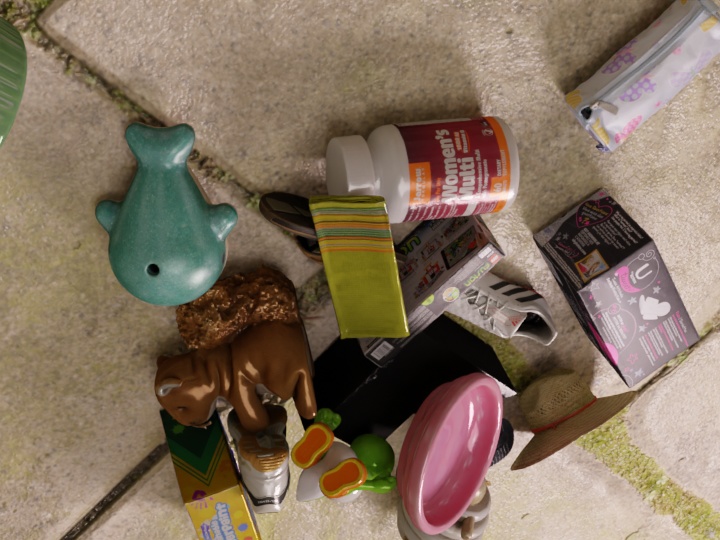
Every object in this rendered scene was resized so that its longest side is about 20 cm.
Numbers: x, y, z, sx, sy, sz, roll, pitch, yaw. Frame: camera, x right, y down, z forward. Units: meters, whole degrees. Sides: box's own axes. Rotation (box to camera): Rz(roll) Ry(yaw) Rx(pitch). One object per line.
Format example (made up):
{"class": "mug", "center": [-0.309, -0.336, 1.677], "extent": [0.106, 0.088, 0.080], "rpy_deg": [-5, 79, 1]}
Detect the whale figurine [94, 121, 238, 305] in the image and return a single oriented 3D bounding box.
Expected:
{"class": "whale figurine", "center": [-0.211, -0.055, 1.463], "extent": [0.157, 0.104, 0.202], "rpy_deg": [4, 116, 7]}

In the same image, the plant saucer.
{"class": "plant saucer", "center": [0.103, 0.215, 1.650], "extent": [0.200, 0.051, 0.202], "rpy_deg": [-37, 137, -45]}

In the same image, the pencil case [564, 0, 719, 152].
{"class": "pencil case", "center": [0.325, -0.228, 1.556], "extent": [0.200, 0.083, 0.091], "rpy_deg": [-41, 150, 11]}

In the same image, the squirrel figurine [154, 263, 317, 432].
{"class": "squirrel figurine", "center": [-0.156, 0.092, 1.603], "extent": [0.185, 0.142, 0.202], "rpy_deg": [-11, 115, 1]}

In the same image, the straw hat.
{"class": "straw hat", "center": [0.262, 0.177, 1.827], "extent": [0.200, 0.201, 0.085], "rpy_deg": [-33, 89, 5]}

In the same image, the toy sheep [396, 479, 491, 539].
{"class": "toy sheep", "center": [0.109, 0.335, 1.863], "extent": [0.137, 0.139, 0.200], "rpy_deg": [15, 130, -29]}

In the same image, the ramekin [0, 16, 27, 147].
{"class": "ramekin", "center": [-0.395, -0.166, 1.265], "extent": [0.097, 0.201, 0.200], "rpy_deg": [25, 114, -42]}

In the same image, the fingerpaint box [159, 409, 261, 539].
{"class": "fingerpaint box", "center": [-0.175, 0.284, 1.694], "extent": [0.073, 0.167, 0.201], "rpy_deg": [-18, 129, -6]}

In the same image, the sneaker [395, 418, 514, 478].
{"class": "sneaker", "center": [0.108, 0.242, 1.788], "extent": [0.199, 0.082, 0.071], "rpy_deg": [-14, 99, -39]}

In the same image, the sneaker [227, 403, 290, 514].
{"class": "sneaker", "center": [-0.122, 0.224, 1.648], "extent": [0.075, 0.200, 0.089], "rpy_deg": [-2, 106, -3]}

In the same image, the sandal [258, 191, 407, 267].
{"class": "sandal", "center": [-0.034, -0.033, 1.573], "extent": [0.199, 0.082, 0.055], "rpy_deg": [19, 111, -39]}

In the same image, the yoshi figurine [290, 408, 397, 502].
{"class": "yoshi figurine", "center": [-0.011, 0.223, 1.625], "extent": [0.111, 0.114, 0.200], "rpy_deg": [3, 167, 10]}

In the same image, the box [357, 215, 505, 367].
{"class": "box", "center": [0.070, 0.009, 1.620], "extent": [0.200, 0.110, 0.035], "rpy_deg": [-43, 128, 14]}

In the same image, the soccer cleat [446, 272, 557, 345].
{"class": "soccer cleat", "center": [0.160, 0.042, 1.693], "extent": [0.199, 0.085, 0.069], "rpy_deg": [19, 117, -31]}

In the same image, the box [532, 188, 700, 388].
{"class": "box", "center": [0.320, 0.021, 1.708], "extent": [0.114, 0.132, 0.200], "rpy_deg": [-33, 130, 1]}

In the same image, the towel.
{"class": "towel", "center": [0.000, 0.000, 1.518], "extent": [0.085, 0.018, 0.201], "rpy_deg": [1, 131, 15]}

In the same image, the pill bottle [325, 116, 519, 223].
{"class": "pill bottle", "center": [0.068, -0.111, 1.530], "extent": [0.198, 0.110, 0.110], "rpy_deg": [-7, 127, -16]}

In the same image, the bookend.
{"class": "bookend", "center": [0.054, 0.150, 1.729], "extent": [0.199, 0.092, 0.199], "rpy_deg": [32, 111, -37]}
